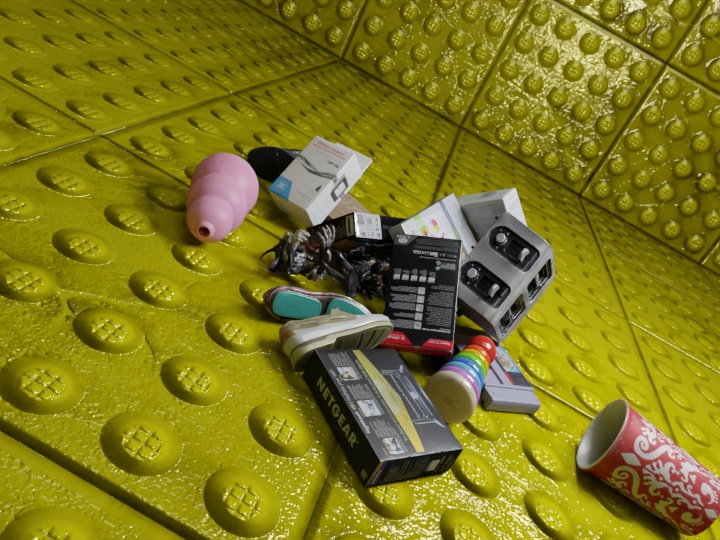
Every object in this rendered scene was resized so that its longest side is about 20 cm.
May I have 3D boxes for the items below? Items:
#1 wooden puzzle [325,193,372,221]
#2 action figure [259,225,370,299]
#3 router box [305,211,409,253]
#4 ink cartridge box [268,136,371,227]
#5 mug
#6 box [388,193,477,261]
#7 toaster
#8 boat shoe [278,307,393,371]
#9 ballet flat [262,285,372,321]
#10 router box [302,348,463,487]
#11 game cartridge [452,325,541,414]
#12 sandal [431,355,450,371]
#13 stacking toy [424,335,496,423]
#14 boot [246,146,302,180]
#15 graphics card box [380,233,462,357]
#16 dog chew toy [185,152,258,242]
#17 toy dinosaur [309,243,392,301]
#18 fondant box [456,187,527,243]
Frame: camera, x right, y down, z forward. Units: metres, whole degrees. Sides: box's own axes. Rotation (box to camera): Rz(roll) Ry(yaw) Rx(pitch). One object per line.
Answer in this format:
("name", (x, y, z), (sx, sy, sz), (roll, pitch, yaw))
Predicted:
("wooden puzzle", (-0.054, -0.135, 1.419), (0.185, 0.047, 0.198), (44, 24, 27))
("action figure", (-0.081, -0.027, 1.088), (0.197, 0.104, 0.119), (21, 25, 21))
("router box", (0.011, -0.069, 1.251), (0.198, 0.148, 0.052), (2, 80, -43))
("ink cartridge box", (-0.080, -0.198, 1.299), (0.115, 0.201, 0.067), (29, -19, 30))
("mug", (0.484, 0.318, 1.051), (0.198, 0.135, 0.178), (35, 27, 5))
("box", (0.155, -0.049, 1.247), (0.199, 0.041, 0.158), (-31, 96, -44))
("toaster", (0.262, 0.021, 1.177), (0.118, 0.181, 0.200), (40, -4, 27))
("boat shoe", (-0.034, 0.092, 0.966), (0.198, 0.075, 0.069), (-8, 49, -42))
("ballet flat", (-0.068, 0.062, 1.027), (0.197, 0.070, 0.071), (16, 9, -25))
("router box", (0.028, 0.196, 0.883), (0.155, 0.053, 0.201), (6, 34, -39))
("game cartridge", (0.237, 0.177, 1.162), (0.127, 0.039, 0.201), (8, 33, -30))
("sandal", (0.135, 0.103, 1.147), (0.044, 0.076, 0.201), (17, 29, -5))
("stacking toy", (0.178, 0.167, 1.037), (0.085, 0.086, 0.199), (35, 31, 14))
("boot", (-0.161, -0.250, 1.490), (0.199, 0.075, 0.154), (5, 9, -3))
("graphics card box", (0.105, 0.041, 1.076), (0.123, 0.204, 0.051), (5, -21, 8))
("dog chew toy", (-0.250, -0.121, 1.107), (0.123, 0.126, 0.202), (22, 34, -13))
("toy dinosaur", (0.000, 0.000, 1.190), (0.196, 0.105, 0.135), (0, 2, -17))
("fondant box", (0.281, -0.062, 1.324), (0.143, 0.203, 0.058), (-2, 26, 46))
